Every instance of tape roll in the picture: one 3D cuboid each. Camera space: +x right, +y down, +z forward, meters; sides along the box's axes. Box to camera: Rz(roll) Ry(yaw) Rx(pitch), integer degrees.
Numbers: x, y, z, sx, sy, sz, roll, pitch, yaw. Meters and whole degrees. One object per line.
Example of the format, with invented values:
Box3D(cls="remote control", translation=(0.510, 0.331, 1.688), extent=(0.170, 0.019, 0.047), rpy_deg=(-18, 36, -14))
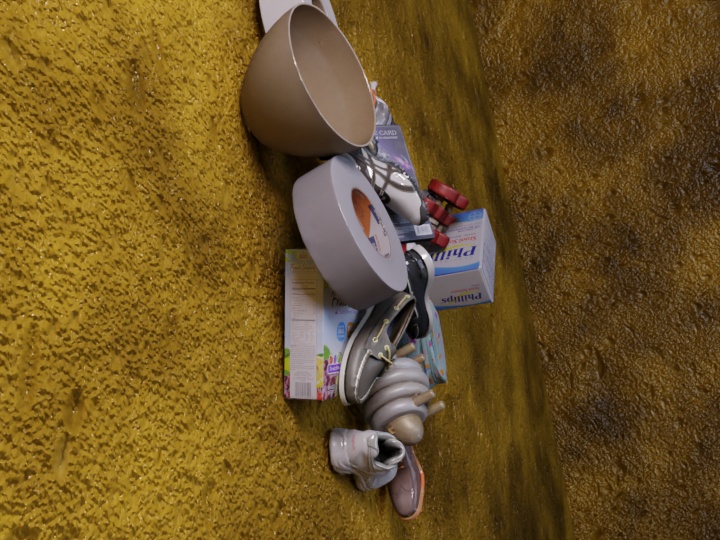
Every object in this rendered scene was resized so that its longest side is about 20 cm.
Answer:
Box3D(cls="tape roll", translation=(-0.086, -0.370, 1.172), extent=(0.202, 0.069, 0.207), rpy_deg=(-14, 90, -75))
Box3D(cls="tape roll", translation=(-0.011, -0.051, 1.021), extent=(0.201, 0.065, 0.202), rpy_deg=(54, 21, -30))

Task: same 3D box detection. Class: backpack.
Box3D(cls="backpack", translation=(0.087, 0.123, 1.362), extent=(0.167, 0.124, 0.204), rpy_deg=(-54, 134, -67))

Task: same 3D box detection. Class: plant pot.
Box3D(cls="plant pot", translation=(-0.087, -0.239, 1.031), extent=(0.200, 0.133, 0.204), rpy_deg=(40, 39, -44))

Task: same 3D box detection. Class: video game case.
Box3D(cls="video game case", translation=(0.033, -0.137, 1.196), extent=(0.141, 0.019, 0.204), rpy_deg=(-7, 73, -34))

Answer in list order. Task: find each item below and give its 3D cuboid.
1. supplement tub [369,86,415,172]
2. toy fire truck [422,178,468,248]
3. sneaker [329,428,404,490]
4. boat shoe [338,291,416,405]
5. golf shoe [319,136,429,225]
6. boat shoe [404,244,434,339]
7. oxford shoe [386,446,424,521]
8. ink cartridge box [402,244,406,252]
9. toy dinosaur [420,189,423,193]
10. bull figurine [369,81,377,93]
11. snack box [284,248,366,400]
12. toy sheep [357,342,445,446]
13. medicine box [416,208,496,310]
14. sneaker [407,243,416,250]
Box3D(cls="supplement tub", translation=(0.013, -0.218, 1.323), extent=(0.201, 0.120, 0.124), rpy_deg=(61, 28, -43))
Box3D(cls="toy fire truck", translation=(0.116, -0.137, 1.533), extent=(0.114, 0.166, 0.199), rpy_deg=(-62, 159, 5))
Box3D(cls="sneaker", translation=(0.030, 0.293, 1.166), extent=(0.200, 0.097, 0.080), rpy_deg=(43, 42, -58))
Box3D(cls="boat shoe", translation=(0.025, 0.106, 1.077), extent=(0.073, 0.059, 0.204), rpy_deg=(73, 32, -43))
Box3D(cls="golf shoe", translation=(0.017, -0.131, 1.136), extent=(0.200, 0.078, 0.094), rpy_deg=(47, 68, -1))
Box3D(cls="boat shoe", translation=(0.075, 0.044, 1.196), extent=(0.076, 0.060, 0.202), rpy_deg=(46, -26, 40))
Box3D(cls="oxford shoe", translation=(0.060, 0.321, 1.288), extent=(0.073, 0.070, 0.203), rpy_deg=(43, 32, -53))
Box3D(cls="ink cartridge box", translation=(0.012, -0.060, 1.217), extent=(0.198, 0.067, 0.118), rpy_deg=(25, 53, -33))
Box3D(cls="toy dinosaur", translation=(0.057, -0.097, 1.329), extent=(0.058, 0.099, 0.204), rpy_deg=(-110, -160, -61))
Box3D(cls="bull figurine", translation=(-0.004, -0.317, 1.407), extent=(0.200, 0.064, 0.124), rpy_deg=(47, 35, -59))
Box3D(cls="snack box", translation=(-0.046, 0.075, 1.080), extent=(0.168, 0.066, 0.205), rpy_deg=(5, 84, -69))
Box3D(cls="toy sheep", translation=(0.054, 0.194, 1.228), extent=(0.138, 0.136, 0.202), rpy_deg=(53, 12, -49))
Box3D(cls="medicine box", translation=(0.190, -0.020, 1.617), extent=(0.202, 0.179, 0.104), rpy_deg=(-76, 148, -48))
Box3D(cls="sneaker", translation=(0.046, -0.070, 1.446), extent=(0.091, 0.077, 0.200), rpy_deg=(66, 13, 16))
